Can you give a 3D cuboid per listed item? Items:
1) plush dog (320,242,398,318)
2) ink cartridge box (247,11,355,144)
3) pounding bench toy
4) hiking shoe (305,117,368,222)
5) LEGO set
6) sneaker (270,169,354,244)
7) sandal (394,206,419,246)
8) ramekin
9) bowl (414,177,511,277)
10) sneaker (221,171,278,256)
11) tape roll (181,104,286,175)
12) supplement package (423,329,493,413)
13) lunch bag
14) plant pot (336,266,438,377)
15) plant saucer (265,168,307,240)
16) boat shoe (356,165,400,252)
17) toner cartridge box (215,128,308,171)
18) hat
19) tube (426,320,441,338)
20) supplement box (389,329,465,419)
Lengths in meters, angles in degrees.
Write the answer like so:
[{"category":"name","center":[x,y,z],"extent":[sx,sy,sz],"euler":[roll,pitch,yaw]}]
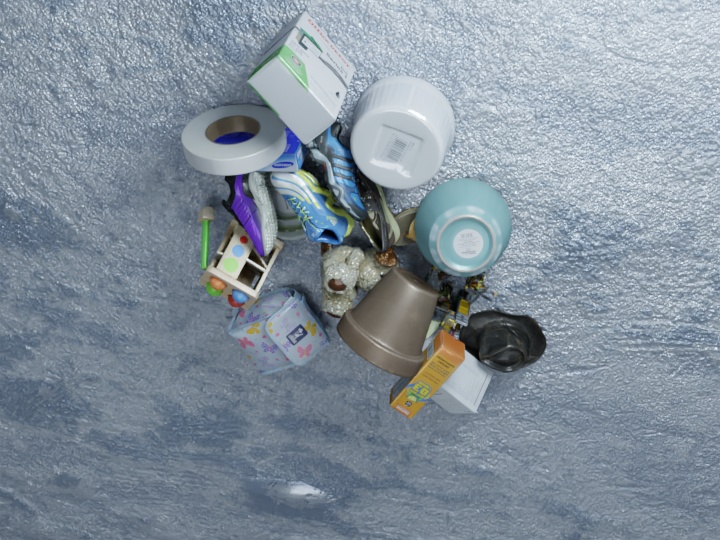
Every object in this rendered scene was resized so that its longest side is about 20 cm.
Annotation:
[{"category":"plush dog","center":[0.000,0.000,1.643],"extent":[0.168,0.163,0.201],"euler":[-1,150,-6]},{"category":"ink cartridge box","center":[-0.097,-0.340,1.315],"extent":[0.084,0.202,0.146],"euler":[-30,118,31]},{"category":"pounding bench toy","center":[-0.296,-0.026,1.646],"extent":[0.198,0.158,0.124],"euler":[30,158,-10]},{"category":"hiking shoe","center":[-0.030,-0.192,1.467],"extent":[0.086,0.074,0.202],"euler":[-30,99,6]},{"category":"LEGO set","center":[0.188,0.058,1.626],"extent":[0.152,0.117,0.201],"euler":[28,131,-9]},{"category":"sneaker","center":[-0.098,-0.123,1.496],"extent":[0.198,0.106,0.076],"euler":[32,128,-15]},{"category":"sandal","center":[0.141,-0.090,1.556],"extent":[0.197,0.054,0.081],"euler":[-11,126,24]},{"category":"ramekin","center":[0.074,-0.249,1.410],"extent":[0.197,0.098,0.203],"euler":[8,131,10]},{"category":"bowl","center":[0.203,-0.069,1.478],"extent":[0.197,0.105,0.204],"euler":[2,111,4]},{"category":"sneaker","center":[-0.234,-0.124,1.565],"extent":[0.098,0.070,0.203],"euler":[3,123,17]},{"category":"tape roll","center":[-0.239,-0.251,1.432],"extent":[0.199,0.204,0.037],"euler":[6,133,11]},{"category":"supplement package","center":[0.190,0.231,1.759],"extent":[0.199,0.115,0.109],"euler":[39,156,-17]},{"category":"lunch bag","center":[-0.193,0.144,1.812],"extent":[0.197,0.128,0.171],"euler":[-19,125,21]},{"category":"plant pot","center":[0.075,0.096,1.571],"extent":[0.198,0.201,0.176],"euler":[29,103,-10]},{"category":"plant saucer","center":[-0.164,-0.157,1.592],"extent":[0.196,0.051,0.202],"euler":[9,131,10]},{"category":"boat shoe","center":[0.015,-0.130,1.534],"extent":[0.073,0.065,0.201],"euler":[-22,108,38]},{"category":"toner cartridge box","center":[-0.207,-0.241,1.502],"extent":[0.196,0.096,0.044],"euler":[3,132,14]},{"category":"hat","center":[0.322,0.183,1.720],"extent":[0.197,0.082,0.203],"euler":[9,133,9]},{"category":"tube","center":[0.084,0.115,1.717],"extent":[0.197,0.059,0.052],"euler":[12,159,32]},{"category":"supplement box","center":[0.143,0.228,1.636],"extent":[0.066,0.069,0.201],"euler":[31,118,-11]}]
